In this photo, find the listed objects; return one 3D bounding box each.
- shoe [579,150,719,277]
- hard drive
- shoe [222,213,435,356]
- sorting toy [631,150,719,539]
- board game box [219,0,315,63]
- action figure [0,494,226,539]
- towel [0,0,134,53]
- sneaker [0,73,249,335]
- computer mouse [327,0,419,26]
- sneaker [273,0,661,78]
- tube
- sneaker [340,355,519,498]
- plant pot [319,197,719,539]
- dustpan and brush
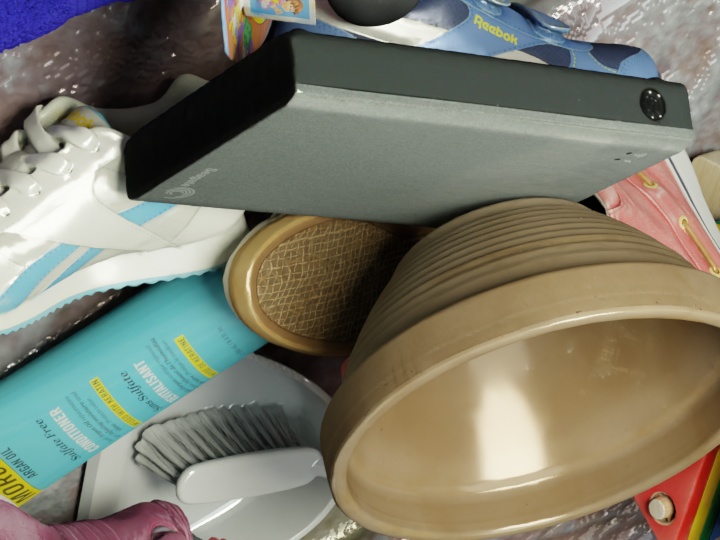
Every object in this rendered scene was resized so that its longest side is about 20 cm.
[{"bbox_3d":[0.145,0.017,1.226,0.091,0.201,0.071,-16,164,-46],"label":"shoe"},{"bbox_3d":[0.019,-0.055,1.062,0.199,0.033,0.139,5,162,-33],"label":"hard drive"},{"bbox_3d":[0.000,0.000,1.177,0.199,0.053,0.071,-9,96,-50],"label":"shoe"},{"bbox_3d":[0.207,0.074,1.295,0.069,0.198,0.201,-15,129,-44],"label":"sorting toy"},{"bbox_3d":[-0.025,-0.183,1.003,0.039,0.158,0.201,4,126,9],"label":"board game box"},{"bbox_3d":[-0.139,0.139,1.172,0.199,0.134,0.150,-11,89,-39],"label":"action figure"},{"bbox_3d":[-0.130,-0.157,1.018,0.199,0.050,0.149,-23,130,-19],"label":"towel"},{"bbox_3d":[-0.140,-0.028,1.091,0.199,0.076,0.081,-19,122,-31],"label":"sneaker"},{"bbox_3d":[0.015,-0.198,1.054,0.058,0.034,0.202,3,108,-6],"label":"computer mouse"},{"bbox_3d":[0.051,-0.102,1.150,0.198,0.074,0.083,-1,95,-27],"label":"sneaker"},{"bbox_3d":[-0.134,0.061,1.164,0.199,0.051,0.078,-33,128,9],"label":"tube"},{"bbox_3d":[0.079,0.092,1.240,0.199,0.087,0.074,11,153,-25],"label":"sneaker"},{"bbox_3d":[0.072,0.034,1.118,0.199,0.093,0.201,-13,149,-8],"label":"plant pot"},{"bbox_3d":[-0.033,0.093,1.249,0.199,0.057,0.141,-5,122,-32],"label":"dustpan and brush"}]
